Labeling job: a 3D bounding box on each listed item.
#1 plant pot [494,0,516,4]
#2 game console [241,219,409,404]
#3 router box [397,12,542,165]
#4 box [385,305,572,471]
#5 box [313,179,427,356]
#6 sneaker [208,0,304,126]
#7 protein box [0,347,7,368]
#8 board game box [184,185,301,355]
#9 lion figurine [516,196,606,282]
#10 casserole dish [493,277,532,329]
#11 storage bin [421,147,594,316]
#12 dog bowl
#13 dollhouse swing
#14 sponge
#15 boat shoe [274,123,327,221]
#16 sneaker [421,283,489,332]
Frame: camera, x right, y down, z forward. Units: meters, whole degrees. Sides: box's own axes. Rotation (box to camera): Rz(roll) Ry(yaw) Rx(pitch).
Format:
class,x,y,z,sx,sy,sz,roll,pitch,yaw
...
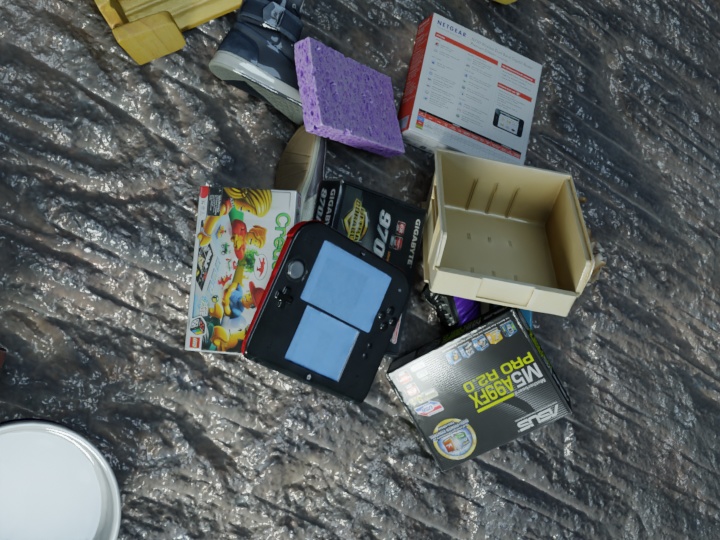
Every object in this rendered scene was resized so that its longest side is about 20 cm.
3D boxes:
class,x,y,z,sx,sy,sz,roll,pitch,yaw
plant pot,0.222,-0.511,1.129,0.201,0.195,0.195,48,69,-19
game console,-0.034,0.052,0.946,0.199,0.031,0.180,29,77,-37
router box,0.161,-0.248,1.147,0.197,0.049,0.183,19,78,-22
box,0.156,0.155,1.044,0.198,0.044,0.162,-28,98,19
box,0.000,0.000,1.017,0.157,0.046,0.204,15,86,-40
sneaker,-0.079,-0.279,1.028,0.200,0.077,0.148,28,76,-19
protein box,-0.484,0.131,0.733,0.195,0.135,0.203,16,77,7
board game box,-0.142,0.001,0.960,0.124,0.035,0.204,3,84,9
lion figurine,0.280,-0.057,1.181,0.196,0.072,0.125,11,88,-8
casserole dish,0.216,0.092,1.110,0.121,0.038,0.204,-18,108,-67
storage bin,0.186,-0.051,1.037,0.196,0.095,0.200,10,41,-6
dog bowl,-0.363,0.263,0.846,0.196,0.079,0.204,3,83,-24
dollhouse swing,-0.240,-0.381,0.923,0.174,0.182,0.203,-27,96,-3
sponge,-0.010,-0.218,1.019,0.199,0.029,0.114,5,74,-56
boat shoe,-0.072,-0.088,1.019,0.064,0.071,0.204,16,80,-40
sneaker,0.130,0.053,1.100,0.098,0.069,0.204,8,79,-15
